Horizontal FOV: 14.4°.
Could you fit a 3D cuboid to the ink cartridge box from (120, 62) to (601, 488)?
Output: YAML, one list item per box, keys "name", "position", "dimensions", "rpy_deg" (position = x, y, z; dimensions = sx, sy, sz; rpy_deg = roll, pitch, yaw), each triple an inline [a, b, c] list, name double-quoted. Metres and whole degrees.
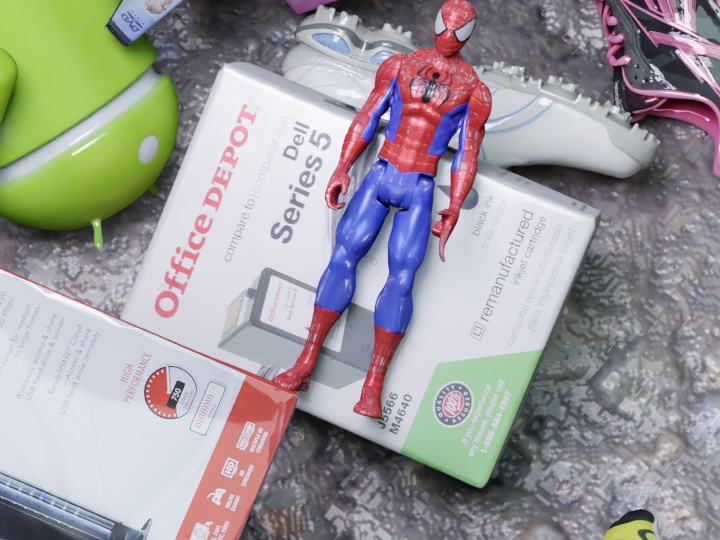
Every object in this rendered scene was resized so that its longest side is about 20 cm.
- name: "ink cartridge box"
  position: [0.000, 0.000, 1.413]
  dimensions: [0.200, 0.084, 0.146]
  rpy_deg: [23, 96, 5]

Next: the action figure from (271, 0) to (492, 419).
- name: "action figure"
  position: [0.017, -0.032, 1.344]
  dimensions: [0.065, 0.052, 0.200]
  rpy_deg: [18, 91, 10]

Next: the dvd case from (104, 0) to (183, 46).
- name: "dvd case"
  position: [-0.035, -0.198, 1.399]
  dimensions: [0.200, 0.143, 0.018]
  rpy_deg: [-37, 106, 26]

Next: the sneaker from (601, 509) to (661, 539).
- name: "sneaker"
  position: [0.200, 0.178, 1.391]
  dimensions: [0.200, 0.075, 0.076]
  rpy_deg: [22, 73, 3]

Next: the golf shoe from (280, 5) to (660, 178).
- name: "golf shoe"
  position: [0.052, -0.066, 1.478]
  dimensions: [0.200, 0.078, 0.097]
  rpy_deg: [16, 89, 9]

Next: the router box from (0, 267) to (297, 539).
- name: "router box"
  position: [-0.148, 0.112, 1.276]
  dimensions: [0.179, 0.049, 0.200]
  rpy_deg: [23, 87, -1]

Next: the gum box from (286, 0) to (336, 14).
- name: "gum box"
  position: [0.034, -0.228, 1.480]
  dimensions: [0.066, 0.113, 0.200]
  rpy_deg: [48, 68, -14]

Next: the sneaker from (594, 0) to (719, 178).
- name: "sneaker"
  position: [0.155, -0.127, 1.496]
  dimensions: [0.200, 0.079, 0.095]
  rpy_deg: [44, 87, 13]

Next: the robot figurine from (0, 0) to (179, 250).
- name: "robot figurine"
  position: [-0.169, -0.107, 1.430]
  dimensions: [0.116, 0.175, 0.200]
  rpy_deg: [-24, 104, 30]
